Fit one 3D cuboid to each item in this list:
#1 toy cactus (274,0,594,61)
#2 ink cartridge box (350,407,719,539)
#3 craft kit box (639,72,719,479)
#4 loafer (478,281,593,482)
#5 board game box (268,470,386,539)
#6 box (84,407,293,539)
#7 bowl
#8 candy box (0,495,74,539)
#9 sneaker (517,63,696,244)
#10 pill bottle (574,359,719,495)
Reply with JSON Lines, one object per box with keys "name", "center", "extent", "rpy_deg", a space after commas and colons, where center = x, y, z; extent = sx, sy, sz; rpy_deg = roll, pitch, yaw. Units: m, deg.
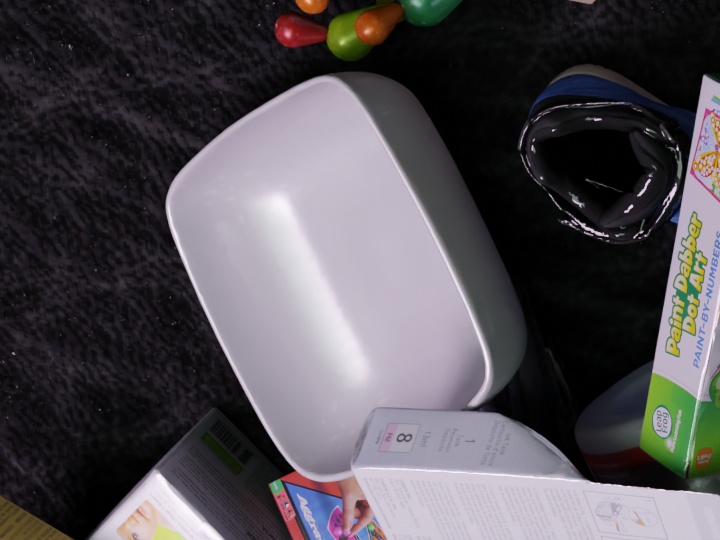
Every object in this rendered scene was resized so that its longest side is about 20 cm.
{"name": "toy cactus", "center": [0.050, -0.184, 1.256], "extent": [0.164, 0.102, 0.201], "rpy_deg": [20, 113, -10]}
{"name": "ink cartridge box", "center": [0.111, 0.141, 1.241], "extent": [0.198, 0.057, 0.163], "rpy_deg": [-1, 137, 24]}
{"name": "craft kit box", "center": [0.241, -0.005, 1.195], "extent": [0.048, 0.199, 0.199], "rpy_deg": [31, 121, 51]}
{"name": "loafer", "center": [0.103, 0.098, 1.347], "extent": [0.062, 0.072, 0.202], "rpy_deg": [-14, 104, -16]}
{"name": "board game box", "center": [0.034, 0.191, 1.358], "extent": [0.102, 0.019, 0.201], "rpy_deg": [-25, 76, -3]}
{"name": "box", "center": [-0.125, 0.198, 1.431], "extent": [0.112, 0.101, 0.200], "rpy_deg": [45, 116, -1]}
{"name": "bowl", "center": [0.000, 0.000, 1.301], "extent": [0.200, 0.074, 0.201], "rpy_deg": [-30, 85, 47]}
{"name": "candy box", "center": [-0.156, 0.230, 1.365], "extent": [0.199, 0.056, 0.117], "rpy_deg": [30, 115, 8]}
{"name": "sneaker", "center": [0.176, -0.042, 1.239], "extent": [0.199, 0.111, 0.077], "rpy_deg": [25, 115, 8]}
{"name": "pill bottle", "center": [0.207, 0.147, 1.295], "extent": [0.113, 0.114, 0.201], "rpy_deg": [-24, 100, 24]}
